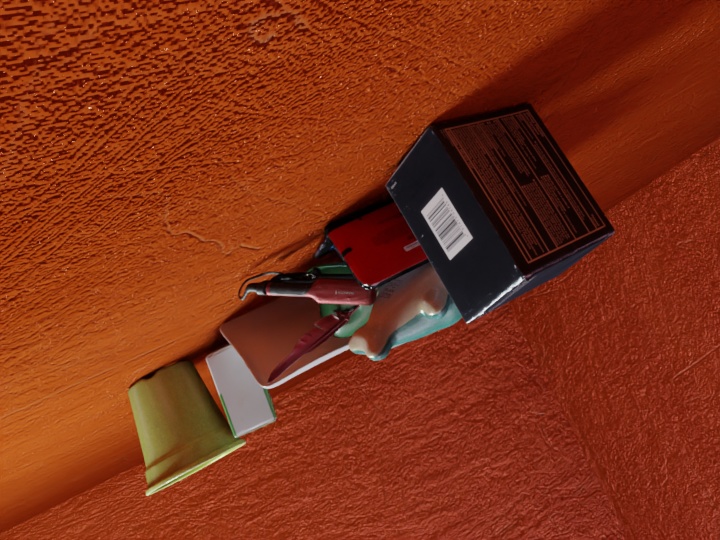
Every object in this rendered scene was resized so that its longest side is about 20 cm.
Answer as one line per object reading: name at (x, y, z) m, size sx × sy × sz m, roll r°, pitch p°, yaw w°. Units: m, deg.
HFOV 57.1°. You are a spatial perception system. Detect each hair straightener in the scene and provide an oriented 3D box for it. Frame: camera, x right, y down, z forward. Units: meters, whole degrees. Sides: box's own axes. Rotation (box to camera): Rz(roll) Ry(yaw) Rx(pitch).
hair straightener at (-0.073, 0.024, 0.920) m, size 0.193 × 0.042 × 0.077 m, roll -4°, pitch -166°, yaw 4°

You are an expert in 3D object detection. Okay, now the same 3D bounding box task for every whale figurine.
whale figurine at (0.075, 0.056, 0.906) m, size 0.200 × 0.105 × 0.158 m, roll -47°, pitch -157°, yaw -19°

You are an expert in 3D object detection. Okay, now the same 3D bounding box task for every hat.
hat at (-0.019, 0.095, 1.011) m, size 0.193 × 0.182 × 0.166 m, roll 1°, pitch 164°, yaw 10°

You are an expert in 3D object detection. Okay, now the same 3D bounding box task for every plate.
plate at (-0.109, 0.107, 1.080) m, size 0.196 × 0.033 × 0.199 m, roll -24°, pitch -146°, yaw -23°

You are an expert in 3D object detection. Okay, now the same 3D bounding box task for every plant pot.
plant pot at (-0.336, 0.279, 1.225) m, size 0.196 × 0.188 × 0.201 m, roll -26°, pitch 169°, yaw -5°

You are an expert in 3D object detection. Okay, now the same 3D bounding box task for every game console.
game console at (0.050, -0.040, 0.935) m, size 0.196 × 0.174 × 0.121 m, roll -25°, pitch 144°, yaw -17°

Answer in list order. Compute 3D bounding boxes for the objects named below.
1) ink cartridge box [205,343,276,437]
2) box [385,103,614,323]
ink cartridge box at (-0.217, 0.205, 1.205) m, size 0.081 × 0.151 × 0.200 m, roll -21°, pitch 179°, yaw -11°
box at (0.170, -0.075, 0.808) m, size 0.195 × 0.204 × 0.123 m, roll -20°, pitch 163°, yaw -36°
